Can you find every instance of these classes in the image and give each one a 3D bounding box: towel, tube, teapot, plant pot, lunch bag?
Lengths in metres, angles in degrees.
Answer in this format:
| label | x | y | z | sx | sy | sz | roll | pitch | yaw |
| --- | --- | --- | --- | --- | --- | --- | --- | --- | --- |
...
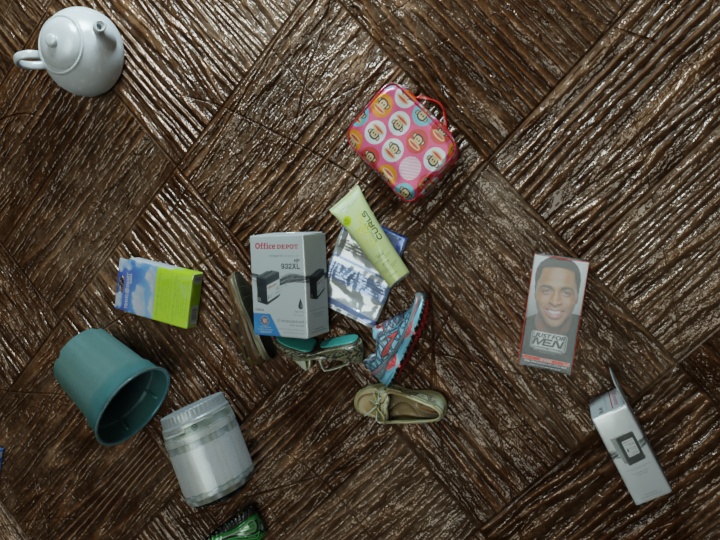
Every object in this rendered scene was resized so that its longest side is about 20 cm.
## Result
| label | x | y | z | sx | sy | sz | roll | pitch | yaw |
| --- | --- | --- | --- | --- | --- | --- | --- | --- | --- |
| towel | 0.000 | 0.000 | 1.259 | 0.144 | 0.024 | 0.205 | 24 | 102 | 13 |
| tube | 0.020 | -0.062 | 1.215 | 0.203 | 0.057 | 0.052 | 57 | 151 | 8 |
| teapot | -0.630 | -0.483 | 1.349 | 0.195 | 0.146 | 0.203 | 36 | 105 | 11 |
| plant pot | -0.567 | 0.246 | 1.384 | 0.194 | 0.199 | 0.204 | 33 | 104 | 19 |
| lunch bag | 0.089 | -0.252 | 1.175 | 0.176 | 0.082 | 0.201 | -45 | 81 | 16 |

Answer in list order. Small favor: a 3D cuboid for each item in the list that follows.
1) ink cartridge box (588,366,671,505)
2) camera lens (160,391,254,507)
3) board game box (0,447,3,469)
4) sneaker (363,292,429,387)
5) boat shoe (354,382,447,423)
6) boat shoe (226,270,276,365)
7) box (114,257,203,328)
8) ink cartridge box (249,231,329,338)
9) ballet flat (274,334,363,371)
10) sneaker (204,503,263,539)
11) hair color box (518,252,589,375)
| label | x | y | z | sx | sy | sz | roll | pitch | yaw |
| --- | --- | --- | --- | --- | --- | --- | --- | --- | --- |
| ink cartridge box | 0.462 | 0.286 | 1.092 | 0.066 | 0.115 | 0.204 | -28 | 86 | 19 |
| camera lens | -0.328 | 0.387 | 1.328 | 0.156 | 0.160 | 0.206 | -22 | 89 | 18 |
| board game box | -1.015 | 0.545 | 1.628 | 0.131 | 0.034 | 0.207 | 16 | 100 | 15 |
| sneaker | 0.066 | 0.126 | 1.221 | 0.094 | 0.079 | 0.204 | 29 | 103 | 15 |
| boat shoe | 0.075 | 0.269 | 1.240 | 0.193 | 0.062 | 0.076 | -3 | 95 | 18 |
| boat shoe | -0.251 | 0.107 | 1.323 | 0.066 | 0.072 | 0.206 | -21 | 89 | 17 |
| box | -0.456 | 0.047 | 1.395 | 0.194 | 0.048 | 0.126 | 12 | 98 | 16 |
| ink cartridge box | -0.145 | 0.027 | 1.262 | 0.141 | 0.083 | 0.208 | 1 | 96 | 31 |
| ballet flat | -0.086 | 0.174 | 1.286 | 0.193 | 0.068 | 0.078 | -1 | 111 | 15 |
| sneaker | -0.297 | 0.615 | 1.384 | 0.198 | 0.078 | 0.086 | -39 | 84 | 17 |
| hair color box | 0.353 | 0.077 | 1.134 | 0.098 | 0.061 | 0.207 | 8 | 97 | 17 |
